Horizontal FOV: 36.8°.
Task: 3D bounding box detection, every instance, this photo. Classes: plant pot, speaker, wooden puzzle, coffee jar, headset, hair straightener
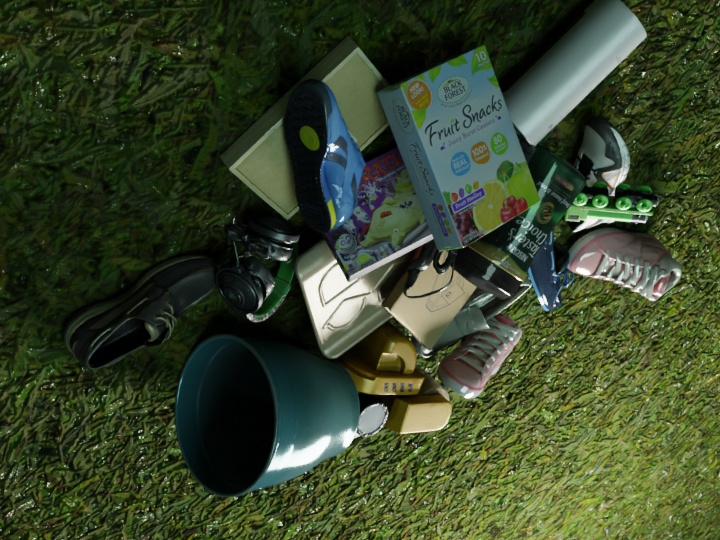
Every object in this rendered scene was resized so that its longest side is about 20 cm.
[{"bbox_3d":[-0.108,0.182,1.413,0.187,0.200,0.201,3,126,-46],"label":"plant pot"},{"bbox_3d":[0.261,-0.252,1.358,0.200,0.081,0.081,-44,140,7],"label":"speaker"},{"bbox_3d":[0.000,0.000,1.409,0.185,0.046,0.201,-36,143,-16],"label":"wooden puzzle"},{"bbox_3d":[0.205,-0.065,1.429,0.104,0.085,0.201,27,97,-41],"label":"coffee jar"},{"bbox_3d":[-0.111,-0.007,1.274,0.124,0.093,0.200,-61,157,-12],"label":"headset"},{"bbox_3d":[0.112,-0.051,1.385,0.041,0.077,0.201,38,77,-49],"label":"hair straightener"}]

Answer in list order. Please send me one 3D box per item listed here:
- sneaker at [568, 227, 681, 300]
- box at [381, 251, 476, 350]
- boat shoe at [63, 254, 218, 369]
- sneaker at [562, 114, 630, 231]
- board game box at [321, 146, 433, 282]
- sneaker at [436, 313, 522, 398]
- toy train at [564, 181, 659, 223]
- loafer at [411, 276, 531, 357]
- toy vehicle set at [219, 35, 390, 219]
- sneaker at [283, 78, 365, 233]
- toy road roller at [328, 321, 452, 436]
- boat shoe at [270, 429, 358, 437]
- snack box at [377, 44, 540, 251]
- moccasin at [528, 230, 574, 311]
[{"bbox_3d":[0.416,-0.007,1.674,0.199,0.105,0.076,-1,130,-34],"label":"sneaker"},{"bbox_3d":[0.122,0.000,1.486,0.201,0.021,0.163,-54,147,-6],"label":"box"},{"bbox_3d":[-0.247,0.056,1.271,0.199,0.073,0.075,-32,140,-9],"label":"boat shoe"},{"bbox_3d":[0.328,-0.129,1.529,0.079,0.074,0.201,-24,138,-13],"label":"sneaker"},{"bbox_3d":[0.043,-0.083,1.326,0.199,0.121,0.032,-28,164,-13],"label":"board game box"},{"bbox_3d":[0.180,0.115,1.612,0.105,0.075,0.200,-63,164,20],"label":"sneaker"},{"bbox_3d":[0.310,-0.095,1.501,0.198,0.042,0.057,6,134,5],"label":"toy train"},{"bbox_3d":[0.160,0.061,1.583,0.200,0.070,0.070,-42,140,4],"label":"loafer"},{"bbox_3d":[-0.051,-0.161,1.251,0.200,0.027,0.124,-42,140,4],"label":"toy vehicle set"},{"bbox_3d":[-0.035,-0.138,1.223,0.078,0.066,0.201,-39,142,-32],"label":"sneaker"},{"bbox_3d":[0.044,0.143,1.539,0.199,0.123,0.147,5,113,-39],"label":"toy road roller"},{"bbox_3d":[-0.057,0.227,1.582,0.198,0.075,0.069,-3,138,-28],"label":"boat shoe"},{"bbox_3d":[0.118,-0.143,1.271,0.142,0.053,0.202,-30,104,-33],"label":"snack box"},{"bbox_3d":[0.278,-0.009,1.590,0.068,0.081,0.200,-19,142,9],"label":"moccasin"}]
